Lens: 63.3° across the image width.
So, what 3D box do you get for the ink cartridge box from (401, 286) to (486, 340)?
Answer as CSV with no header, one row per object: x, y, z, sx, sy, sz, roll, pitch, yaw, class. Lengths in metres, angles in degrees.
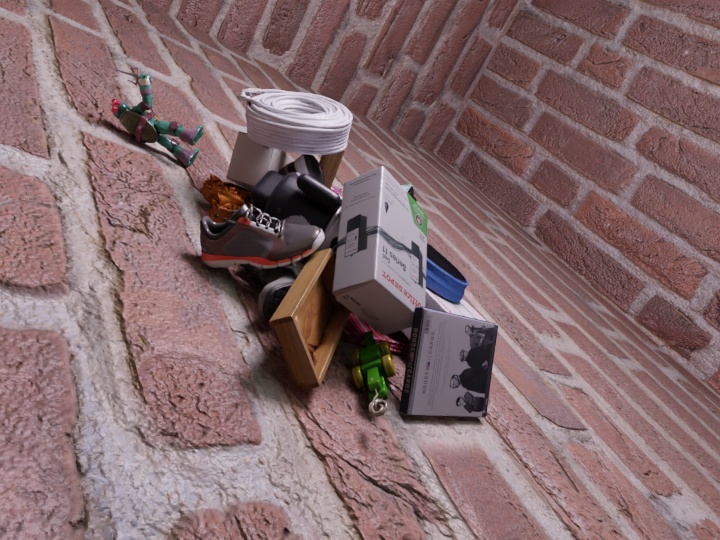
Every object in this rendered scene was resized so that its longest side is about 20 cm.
0.134,0.079,1.063,0.145,0.085,0.198,46,15,30,ink cartridge box

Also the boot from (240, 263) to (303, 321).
-0.139,0.016,0.899,0.128,0.069,0.199,30,13,14,boot

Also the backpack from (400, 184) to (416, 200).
0.046,-0.097,1.268,0.145,0.183,0.201,9,25,3,backpack

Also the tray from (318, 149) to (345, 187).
-0.083,-0.163,1.170,0.036,0.205,0.099,18,21,-10,tray

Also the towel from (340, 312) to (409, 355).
0.019,0.087,1.020,0.196,0.023,0.145,17,25,-38,towel

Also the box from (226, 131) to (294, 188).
-0.194,-0.203,1.163,0.075,0.098,0.200,17,1,3,box

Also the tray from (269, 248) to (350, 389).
-0.062,0.059,0.802,0.201,0.036,0.101,-64,138,-62,tray

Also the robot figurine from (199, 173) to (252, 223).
-0.192,-0.103,1.076,0.196,0.059,0.146,17,27,-38,robot figurine

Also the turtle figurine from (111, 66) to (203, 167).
-0.406,-0.290,1.134,0.197,0.103,0.150,32,-22,-6,turtle figurine

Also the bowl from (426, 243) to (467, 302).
0.115,-0.021,1.073,0.198,0.040,0.201,36,13,-9,bowl

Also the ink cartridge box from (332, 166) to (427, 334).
0.036,-0.028,0.897,0.146,0.081,0.206,38,47,-43,ink cartridge box

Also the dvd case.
0.142,0.146,0.901,0.196,0.156,0.024,14,-7,-42,dvd case

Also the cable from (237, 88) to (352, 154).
-0.112,-0.267,1.057,0.194,0.071,0.200,-8,34,-30,cable

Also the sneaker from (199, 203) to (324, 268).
-0.151,-0.055,0.861,0.192,0.084,0.078,-6,26,5,sneaker

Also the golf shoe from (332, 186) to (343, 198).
-0.076,-0.163,1.379,0.197,0.074,0.092,9,31,-49,golf shoe

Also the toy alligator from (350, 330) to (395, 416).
0.023,0.157,0.823,0.201,0.058,0.056,-98,168,-65,toy alligator

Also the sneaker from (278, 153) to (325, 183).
-0.091,-0.109,1.075,0.206,0.084,0.080,69,22,-14,sneaker

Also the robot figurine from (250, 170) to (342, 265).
-0.091,-0.081,0.971,0.196,0.127,0.150,31,-1,4,robot figurine
